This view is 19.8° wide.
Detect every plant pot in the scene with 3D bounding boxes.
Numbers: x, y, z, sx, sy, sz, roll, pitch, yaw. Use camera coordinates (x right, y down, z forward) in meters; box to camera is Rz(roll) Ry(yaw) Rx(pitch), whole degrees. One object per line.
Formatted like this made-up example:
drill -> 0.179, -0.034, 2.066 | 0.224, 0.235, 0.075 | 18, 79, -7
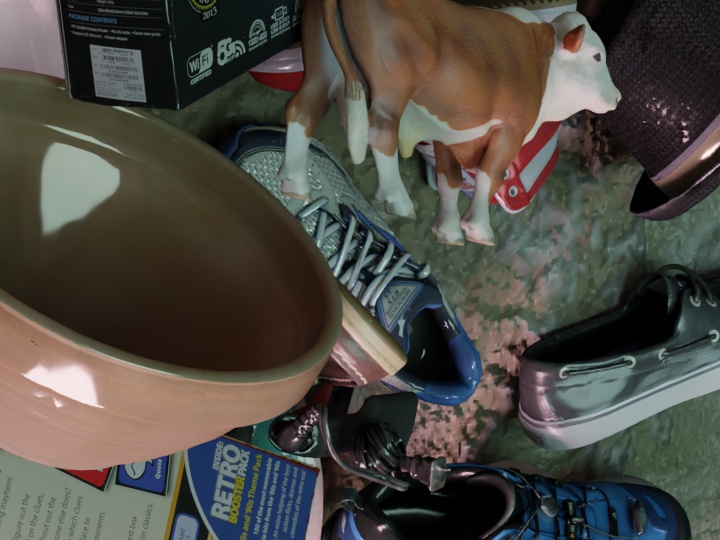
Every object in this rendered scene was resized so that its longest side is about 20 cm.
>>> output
plant pot -> -0.114, 0.012, 0.828 | 0.200, 0.201, 0.093 | 11, 122, -37

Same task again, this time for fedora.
fedora -> 0.182, -0.128, 1.096 | 0.091, 0.201, 0.201 | 35, 86, -8

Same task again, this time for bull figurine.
bull figurine -> 0.041, -0.078, 0.955 | 0.199, 0.065, 0.123 | 14, 85, -45

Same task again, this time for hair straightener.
hair straightener -> 0.008, 0.074, 0.966 | 0.200, 0.076, 0.041 | 29, 77, -81

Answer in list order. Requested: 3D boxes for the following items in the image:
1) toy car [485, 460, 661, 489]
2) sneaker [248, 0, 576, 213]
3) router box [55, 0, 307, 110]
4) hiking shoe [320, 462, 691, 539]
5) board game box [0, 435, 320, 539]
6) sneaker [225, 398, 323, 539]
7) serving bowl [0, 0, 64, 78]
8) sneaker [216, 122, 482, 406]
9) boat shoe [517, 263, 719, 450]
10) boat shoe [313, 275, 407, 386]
toy car -> 0.113, 0.215, 1.174 | 0.199, 0.176, 0.150 | 10, 136, -37
sneaker -> 0.028, -0.079, 1.039 | 0.199, 0.071, 0.114 | -11, 110, -34
router box -> -0.057, -0.173, 0.896 | 0.200, 0.062, 0.151 | -39, 130, -52
hiking shoe -> 0.081, 0.137, 1.051 | 0.198, 0.075, 0.087 | -3, 155, -14
board game box -> -0.124, 0.124, 0.858 | 0.199, 0.046, 0.153 | 23, 58, -19
sneaker -> -0.069, 0.135, 1.053 | 0.079, 0.071, 0.202 | -9, 109, -29
serving bowl -> -0.195, -0.070, 0.890 | 0.199, 0.066, 0.202 | -13, 115, -30
sneaker -> 0.000, 0.000, 1.040 | 0.077, 0.085, 0.200 | -51, 127, -7
boat shoe -> 0.173, 0.033, 1.190 | 0.199, 0.070, 0.067 | -23, 121, -18
boat shoe -> -0.046, 0.034, 0.949 | 0.072, 0.200, 0.072 | -49, 115, -13
